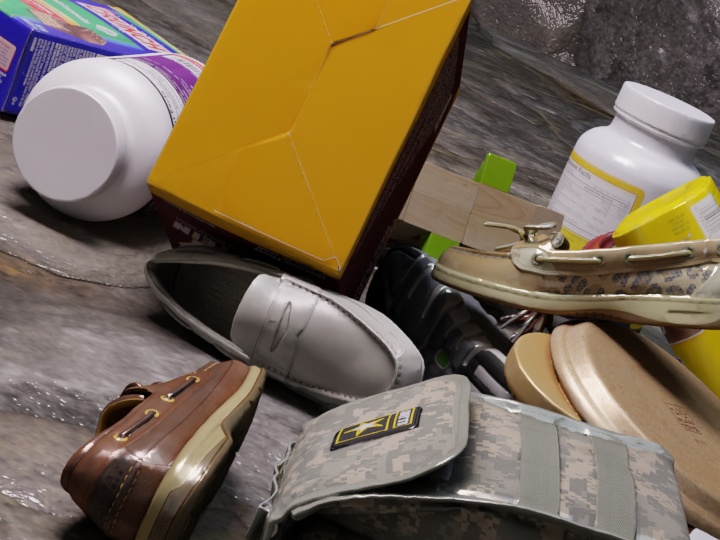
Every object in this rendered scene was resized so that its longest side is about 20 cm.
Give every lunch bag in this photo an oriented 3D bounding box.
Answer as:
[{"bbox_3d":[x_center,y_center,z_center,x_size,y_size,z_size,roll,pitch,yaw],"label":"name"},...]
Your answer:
[{"bbox_3d":[0.051,0.125,1.115,0.200,0.118,0.164,17,13,0],"label":"lunch bag"}]

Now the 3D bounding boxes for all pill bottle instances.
[{"bbox_3d":[-0.167,-0.094,1.614,0.112,0.113,0.200,26,14,13],"label":"pill bottle"},{"bbox_3d":[0.211,-0.046,1.877,0.112,0.200,0.112,22,13,-6],"label":"pill bottle"}]

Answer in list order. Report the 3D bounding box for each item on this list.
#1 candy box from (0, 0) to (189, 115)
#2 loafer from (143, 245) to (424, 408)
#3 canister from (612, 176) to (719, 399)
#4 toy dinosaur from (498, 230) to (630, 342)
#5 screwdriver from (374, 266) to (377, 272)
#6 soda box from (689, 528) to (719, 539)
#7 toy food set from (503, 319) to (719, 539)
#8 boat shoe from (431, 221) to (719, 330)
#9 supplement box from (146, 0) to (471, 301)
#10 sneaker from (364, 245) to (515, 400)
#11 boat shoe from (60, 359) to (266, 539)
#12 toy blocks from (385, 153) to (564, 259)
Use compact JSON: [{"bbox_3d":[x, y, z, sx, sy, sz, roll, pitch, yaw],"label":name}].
[{"bbox_3d":[-0.241,-0.173,1.879,0.200,0.077,0.169,12,17,-45],"label":"candy box"},{"bbox_3d":[-0.050,0.035,1.398,0.200,0.070,0.070,21,4,35],"label":"loafer"},{"bbox_3d":[0.262,0.039,1.649,0.200,0.086,0.149,62,13,-1],"label":"canister"},{"bbox_3d":[0.157,0.015,1.662,0.105,0.200,0.182,16,-23,-5],"label":"toy dinosaur"},{"bbox_3d":[0.000,0.000,1.727,0.200,0.029,0.028,12,16,-29],"label":"screwdriver"},{"bbox_3d":[0.245,0.213,1.207,0.200,0.064,0.068,27,13,14],"label":"soda box"},{"bbox_3d":[0.188,0.109,1.450,0.198,0.049,0.200,50,21,20],"label":"toy food set"},{"bbox_3d":[0.146,-0.002,1.481,0.200,0.063,0.073,7,4,6],"label":"boat shoe"},{"bbox_3d":[-0.030,-0.089,1.502,0.133,0.198,0.200,24,-11,6],"label":"supplement box"},{"bbox_3d":[0.085,0.063,1.539,0.115,0.075,0.200,20,23,-37],"label":"sneaker"},{"bbox_3d":[-0.094,0.080,1.133,0.067,0.072,0.200,26,16,2],"label":"boat shoe"},{"bbox_3d":[0.063,-0.040,1.836,0.200,0.100,0.137,20,-10,-16],"label":"toy blocks"}]
